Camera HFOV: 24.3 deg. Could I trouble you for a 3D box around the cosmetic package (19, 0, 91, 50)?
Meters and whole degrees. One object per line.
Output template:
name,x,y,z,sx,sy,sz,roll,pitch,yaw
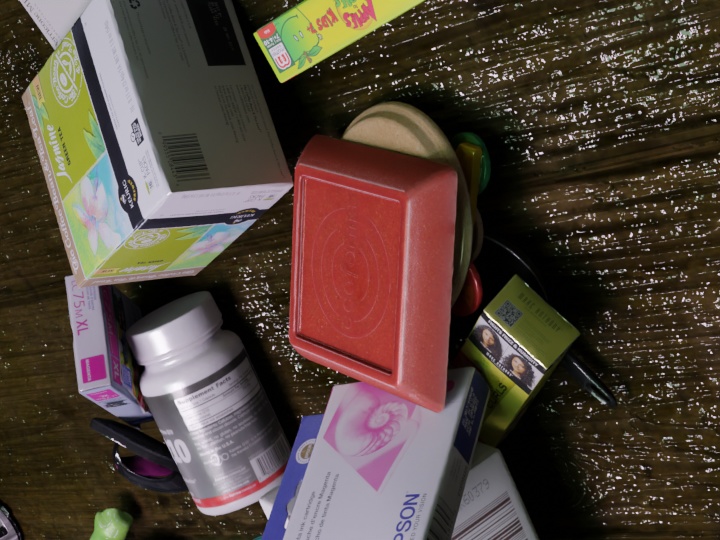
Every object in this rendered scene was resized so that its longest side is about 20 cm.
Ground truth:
cosmetic package,-0.229,-0.291,1.495,0.108,0.085,0.200,53,137,-3

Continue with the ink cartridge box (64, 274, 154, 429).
ink cartridge box,-0.245,0.085,1.694,0.200,0.041,0.121,65,-166,-71

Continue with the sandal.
sandal,-0.205,0.210,1.742,0.200,0.048,0.075,34,174,-38

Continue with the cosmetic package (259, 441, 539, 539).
cosmetic package,0.043,0.248,1.489,0.199,0.164,0.166,12,130,63

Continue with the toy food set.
toy food set,0.036,-0.040,1.404,0.197,0.048,0.203,27,116,48

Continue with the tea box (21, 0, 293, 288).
tea box,-0.186,-0.117,1.486,0.197,0.132,0.202,-40,64,49

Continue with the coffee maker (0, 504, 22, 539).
coffee maker,-0.557,0.390,2.153,0.191,0.199,0.136,-15,104,44

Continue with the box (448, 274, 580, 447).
box,0.117,0.086,1.413,0.075,0.050,0.200,43,153,10

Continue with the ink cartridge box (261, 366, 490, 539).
ink cartridge box,-0.004,0.176,1.372,0.198,0.198,0.043,-11,133,32

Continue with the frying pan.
frying pan,0.144,0.028,1.394,0.189,0.031,0.116,27,141,23

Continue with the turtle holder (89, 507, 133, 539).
turtle holder,-0.243,0.373,1.923,0.132,0.140,0.187,-47,42,33

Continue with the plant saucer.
plant saucer,0.000,0.000,1.387,0.199,0.036,0.202,19,110,52

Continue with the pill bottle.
pill bottle,-0.153,0.132,1.678,0.113,0.114,0.202,-11,108,45

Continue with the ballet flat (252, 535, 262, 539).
ballet flat,-0.043,0.299,1.733,0.199,0.071,0.071,-19,103,46

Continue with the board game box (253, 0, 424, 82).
board game box,0.016,-0.218,1.304,0.199,0.101,0.048,-22,100,48
